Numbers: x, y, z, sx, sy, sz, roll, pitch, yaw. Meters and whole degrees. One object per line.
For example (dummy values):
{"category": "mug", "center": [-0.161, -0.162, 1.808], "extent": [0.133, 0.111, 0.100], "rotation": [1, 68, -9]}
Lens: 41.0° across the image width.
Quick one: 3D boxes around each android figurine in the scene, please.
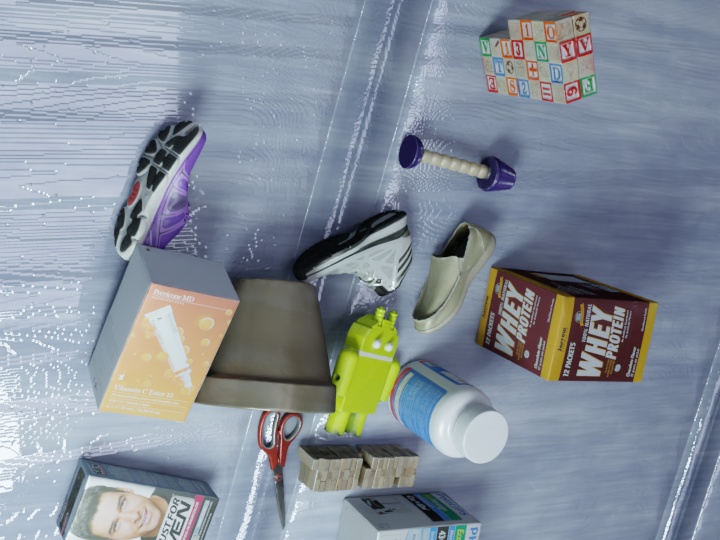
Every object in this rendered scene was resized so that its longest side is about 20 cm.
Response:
{"category": "android figurine", "center": [0.007, 0.152, 1.453], "extent": [0.182, 0.041, 0.202], "rotation": [25, 85, -62]}

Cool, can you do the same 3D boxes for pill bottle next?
{"category": "pill bottle", "center": [0.135, 0.220, 1.485], "extent": [0.111, 0.200, 0.113], "rotation": [-8, 107, -27]}

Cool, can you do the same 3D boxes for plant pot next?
{"category": "plant pot", "center": [-0.127, 0.103, 1.330], "extent": [0.198, 0.199, 0.175], "rotation": [7, 84, -30]}

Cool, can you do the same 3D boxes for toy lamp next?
{"category": "toy lamp", "center": [0.153, -0.160, 1.480], "extent": [0.198, 0.058, 0.059], "rotation": [10, 99, -29]}

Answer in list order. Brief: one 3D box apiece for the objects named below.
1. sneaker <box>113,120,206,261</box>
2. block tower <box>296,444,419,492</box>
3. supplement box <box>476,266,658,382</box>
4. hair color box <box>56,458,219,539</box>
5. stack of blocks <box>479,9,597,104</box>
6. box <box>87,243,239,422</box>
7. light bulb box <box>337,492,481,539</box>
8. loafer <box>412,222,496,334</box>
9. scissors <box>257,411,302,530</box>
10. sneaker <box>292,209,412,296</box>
{"category": "sneaker", "center": [-0.253, -0.102, 1.267], "extent": [0.083, 0.081, 0.201], "rotation": [19, 103, -45]}
{"category": "block tower", "center": [-0.005, 0.309, 1.510], "extent": [0.199, 0.054, 0.058], "rotation": [7, 99, -34]}
{"category": "supplement box", "center": [0.331, 0.087, 1.561], "extent": [0.198, 0.197, 0.134], "rotation": [5, 101, -29]}
{"category": "hair color box", "center": [-0.309, 0.336, 1.348], "extent": [0.199, 0.061, 0.100], "rotation": [19, 94, -31]}
{"category": "stack of blocks", "center": [0.255, -0.316, 1.409], "extent": [0.058, 0.200, 0.116], "rotation": [-21, 112, -21]}
{"category": "box", "center": [-0.259, 0.084, 1.254], "extent": [0.124, 0.098, 0.201], "rotation": [13, 115, -31]}
{"category": "light bulb box", "center": [0.069, 0.478, 1.562], "extent": [0.198, 0.125, 0.200], "rotation": [3, 101, -29]}
{"category": "loafer", "center": [0.134, 0.007, 1.506], "extent": [0.068, 0.075, 0.201], "rotation": [42, 72, -29]}
{"category": "scissors", "center": [-0.133, 0.304, 1.469], "extent": [0.073, 0.014, 0.202], "rotation": [3, 103, -32]}
{"category": "sneaker", "center": [0.000, 0.000, 1.423], "extent": [0.199, 0.075, 0.116], "rotation": [-27, 113, -24]}
